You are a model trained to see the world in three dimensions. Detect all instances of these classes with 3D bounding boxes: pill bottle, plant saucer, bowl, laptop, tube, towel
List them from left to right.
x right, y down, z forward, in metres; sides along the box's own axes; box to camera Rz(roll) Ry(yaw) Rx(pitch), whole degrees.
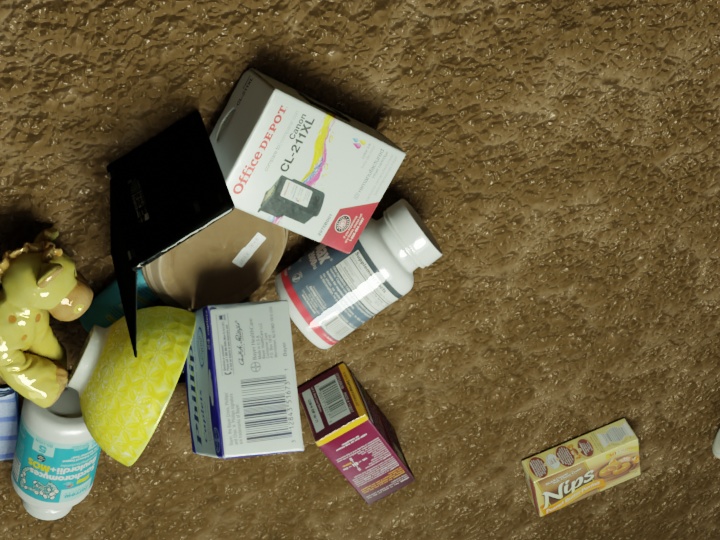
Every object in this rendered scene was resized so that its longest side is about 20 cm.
[{"bbox_3d":[-0.550,0.215,1.475,0.199,0.024,0.147,-5,132,-19],"label":"towel"},{"bbox_3d":[-0.405,0.243,1.500,0.110,0.111,0.200,2,129,-24],"label":"pill bottle"},{"bbox_3d":[-0.288,0.123,1.353,0.107,0.200,0.200,25,119,-15],"label":"bowl"},{"bbox_3d":[-0.264,0.009,1.402,0.200,0.050,0.077,-40,144,8],"label":"tube"},{"bbox_3d":[-0.220,-0.043,1.270,0.200,0.187,0.116,-31,135,6],"label":"laptop"},{"bbox_3d":[-0.174,-0.030,1.386,0.200,0.029,0.201,-19,130,-24],"label":"plant saucer"},{"bbox_3d":[0.000,0.000,1.451,0.200,0.120,0.120,-35,134,9],"label":"pill bottle"}]

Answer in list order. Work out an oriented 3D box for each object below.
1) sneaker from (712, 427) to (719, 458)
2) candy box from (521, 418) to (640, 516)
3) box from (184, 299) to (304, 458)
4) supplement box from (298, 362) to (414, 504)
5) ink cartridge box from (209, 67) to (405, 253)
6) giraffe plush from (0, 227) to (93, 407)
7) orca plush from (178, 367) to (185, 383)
[{"bbox_3d":[0.671,0.251,2.004,0.092,0.076,0.200,13,116,-22],"label":"sneaker"},{"bbox_3d":[0.389,0.347,1.970,0.199,0.055,0.116,-21,135,-3],"label":"candy box"},{"bbox_3d":[-0.153,0.139,1.408,0.105,0.185,0.200,-4,174,-19],"label":"box"},{"bbox_3d":[-0.006,0.246,1.673,0.085,0.110,0.200,-29,134,4],"label":"supplement box"},{"bbox_3d":[-0.071,-0.125,1.313,0.200,0.083,0.146,21,105,-36],"label":"ink cartridge box"},{"bbox_3d":[-0.385,0.037,1.300,0.162,0.173,0.200,-48,149,5],"label":"giraffe plush"},{"bbox_3d":[-0.260,0.145,1.502,0.200,0.071,0.105,18,121,-34],"label":"orca plush"}]
